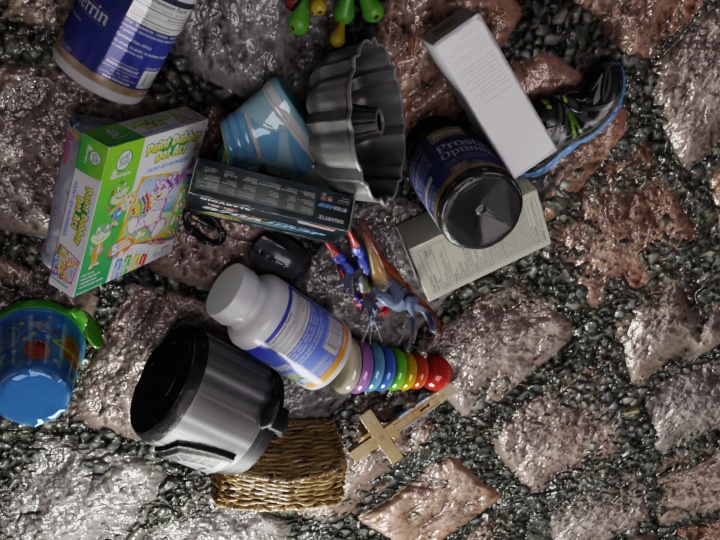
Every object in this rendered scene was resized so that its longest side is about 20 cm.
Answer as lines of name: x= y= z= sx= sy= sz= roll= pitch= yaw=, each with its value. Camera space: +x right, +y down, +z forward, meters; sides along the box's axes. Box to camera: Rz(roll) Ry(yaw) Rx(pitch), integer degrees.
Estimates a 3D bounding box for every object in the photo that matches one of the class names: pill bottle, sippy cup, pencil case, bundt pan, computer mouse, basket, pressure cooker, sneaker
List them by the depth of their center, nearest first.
pill bottle: x=-0.250 y=-0.298 z=1.059 sx=0.115 sy=0.116 sz=0.201 roll=24 pitch=111 yaw=-28
bundt pan: x=-0.009 y=-0.180 z=1.173 sx=0.075 sy=0.203 sz=0.204 roll=-2 pitch=128 yaw=20
pencil case: x=-0.337 y=-0.091 z=1.178 sx=0.082 sy=0.091 sz=0.202 roll=4 pitch=122 yaw=-33
sneaker: x=-0.108 y=-0.139 z=1.229 sx=0.130 sy=0.080 sz=0.201 roll=-29 pitch=122 yaw=7
pill bottle: x=0.124 y=-0.121 z=1.231 sx=0.110 sy=0.201 sz=0.113 roll=-8 pitch=124 yaw=-12
sippy cup: x=-0.433 y=0.130 z=1.264 sx=0.138 sy=0.131 sz=0.179 roll=18 pitch=115 yaw=-25
sneaker: x=0.278 y=-0.212 z=1.300 sx=0.199 sy=0.071 sz=0.083 roll=-41 pitch=130 yaw=14
computer mouse: x=-0.153 y=-0.035 z=1.304 sx=0.198 sy=0.034 sz=0.059 roll=21 pitch=114 yaw=-26
pill bottle: x=-0.116 y=0.076 z=1.337 sx=0.199 sy=0.112 sz=0.112 roll=36 pitch=106 yaw=-31
pressure cooker: x=-0.200 y=0.190 z=1.345 sx=0.199 sy=0.176 sz=0.179 roll=31 pitch=107 yaw=-32
basket: x=-0.126 y=0.331 z=1.476 sx=0.197 sy=0.143 sz=0.151 roll=2 pitch=120 yaw=-17

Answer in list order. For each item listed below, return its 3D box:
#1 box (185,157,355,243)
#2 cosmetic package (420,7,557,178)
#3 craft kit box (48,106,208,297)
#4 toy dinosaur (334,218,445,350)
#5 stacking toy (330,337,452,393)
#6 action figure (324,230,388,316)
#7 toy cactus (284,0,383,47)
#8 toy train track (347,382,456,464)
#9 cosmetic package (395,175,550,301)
box: x=-0.116 y=-0.083 z=1.191 sx=0.197 sy=0.159 sz=0.047 roll=13 pitch=84 yaw=-11
cosmetic package: x=0.162 y=-0.226 z=1.210 sx=0.071 sy=0.102 sz=0.201 roll=-33 pitch=110 yaw=6
craft kit box: x=-0.276 y=-0.087 z=1.149 sx=0.048 sy=0.200 sz=0.199 roll=26 pitch=117 yaw=15
toy dinosaur: x=0.060 y=0.036 z=1.335 sx=0.180 sy=0.105 sz=0.202 roll=-4 pitch=117 yaw=-47
stacking toy: x=0.053 y=0.154 z=1.465 sx=0.198 sy=0.086 sz=0.086 roll=9 pitch=119 yaw=-29
action figure: x=0.000 y=0.000 z=1.364 sx=0.065 sy=0.052 sz=0.201 roll=-24 pitch=130 yaw=6
toy cactus: x=-0.019 y=-0.368 z=1.115 sx=0.199 sy=0.102 sz=0.166 roll=-34 pitch=106 yaw=9
toy train track: x=0.065 y=0.239 z=1.547 sx=0.199 sy=0.033 sz=0.115 roll=-34 pitch=118 yaw=-1
cosmetic package: x=0.162 y=-0.051 z=1.365 sx=0.198 sy=0.073 sz=0.104 roll=-24 pitch=126 yaw=-1
